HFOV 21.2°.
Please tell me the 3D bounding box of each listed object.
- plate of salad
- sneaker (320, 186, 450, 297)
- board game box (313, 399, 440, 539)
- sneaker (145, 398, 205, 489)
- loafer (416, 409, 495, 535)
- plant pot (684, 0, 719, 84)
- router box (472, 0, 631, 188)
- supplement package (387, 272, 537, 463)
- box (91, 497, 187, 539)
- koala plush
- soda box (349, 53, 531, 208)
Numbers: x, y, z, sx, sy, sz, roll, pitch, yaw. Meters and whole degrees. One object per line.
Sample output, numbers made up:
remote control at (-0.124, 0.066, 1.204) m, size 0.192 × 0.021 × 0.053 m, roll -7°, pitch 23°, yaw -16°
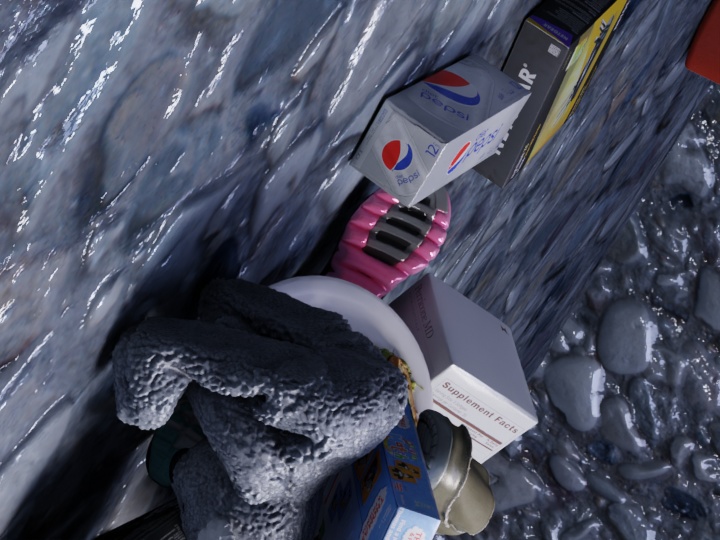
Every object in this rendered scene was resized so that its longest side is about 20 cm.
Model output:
plate of salad at (-0.026, 0.101, 1.504) m, size 0.200 × 0.200 × 0.048 m, roll -50°, pitch -165°, yaw -24°
sneaker at (0.000, 0.000, 1.630) m, size 0.200 × 0.079 × 0.095 m, roll -54°, pitch -169°, yaw 1°
board game box at (0.001, 0.185, 1.366) m, size 0.200 × 0.037 × 0.151 m, roll -101°, pitch -147°, yaw -67°
sneaker at (-0.118, 0.143, 1.553) m, size 0.091 × 0.078 × 0.200 m, roll -56°, pitch 168°, yaw 27°
loafer at (0.068, 0.154, 1.425) m, size 0.200 × 0.070 × 0.075 m, roll 96°, pitch 6°, yaw -74°
plant pot at (0.616, -0.378, 2.815) m, size 0.200 × 0.200 × 0.176 m, roll -49°, pitch 156°, yaw -27°
router box at (0.186, -0.196, 1.870) m, size 0.157 × 0.052 × 0.200 m, roll -45°, pitch 165°, yaw -40°
supplement package at (0.034, 0.121, 1.661) m, size 0.200 × 0.117 × 0.117 m, roll -40°, pitch -142°, yaw 23°
box at (-0.171, 0.240, 1.400) m, size 0.164 × 0.086 × 0.200 m, roll -29°, pitch -179°, yaw 27°
koala plush at (-0.069, 0.135, 1.320) m, size 0.177 × 0.184 × 0.200 m, roll -29°, pitch 134°, yaw -63°
soda box at (0.069, -0.118, 1.578) m, size 0.068 × 0.063 × 0.200 m, roll -59°, pitch 168°, yaw 28°
